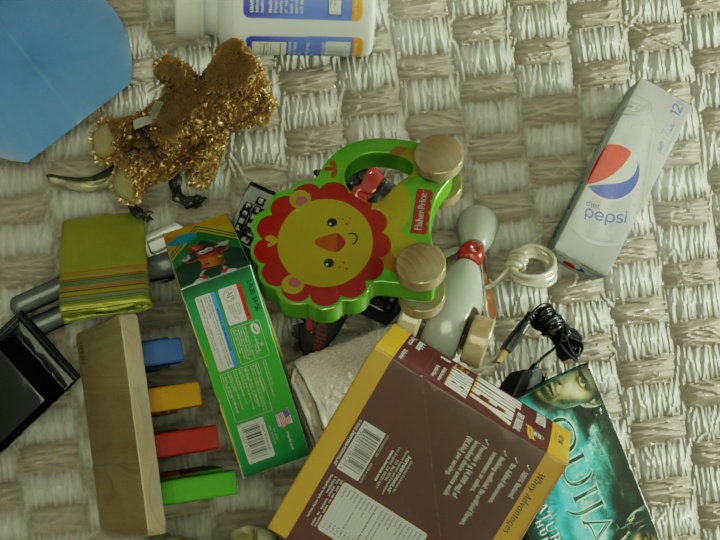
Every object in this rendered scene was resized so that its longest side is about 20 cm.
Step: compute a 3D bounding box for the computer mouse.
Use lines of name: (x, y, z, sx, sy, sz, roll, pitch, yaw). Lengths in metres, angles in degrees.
computer mouse: (0.153, 0.127, 1.663, 0.046, 0.141, 0.200, 38, 83, 31)

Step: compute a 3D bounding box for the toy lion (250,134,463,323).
toy lion: (-0.006, -0.041, 1.599, 0.190, 0.069, 0.201, 8, 59, 7)

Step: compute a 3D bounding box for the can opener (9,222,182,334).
can opener: (-0.255, 0.009, 1.682, 0.199, 0.066, 0.053, -23, 89, -1)

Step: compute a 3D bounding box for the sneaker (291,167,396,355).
sneaker: (0.000, 0.000, 1.678, 0.097, 0.071, 0.202, 24, 89, 0)

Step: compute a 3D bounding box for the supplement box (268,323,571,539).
supplement box: (0.058, 0.191, 1.537, 0.199, 0.133, 0.198, 31, 100, 4)

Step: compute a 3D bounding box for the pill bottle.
pill bottle: (-0.086, -0.273, 1.689, 0.198, 0.112, 0.113, 1, 86, -4)

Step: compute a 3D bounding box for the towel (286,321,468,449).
towel: (0.029, 0.122, 1.676, 0.199, 0.034, 0.133, -21, 88, -28)

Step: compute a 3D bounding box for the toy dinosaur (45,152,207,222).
toy dinosaur: (-0.209, -0.097, 1.701, 0.199, 0.048, 0.089, -24, 73, -5)

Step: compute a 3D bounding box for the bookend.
bookend: (-0.384, 0.144, 1.576, 0.199, 0.200, 0.092, -43, 90, 5)

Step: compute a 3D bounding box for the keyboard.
keyboard: (-0.028, -0.038, 1.722, 0.199, 0.021, 0.128, 25, 84, -3)

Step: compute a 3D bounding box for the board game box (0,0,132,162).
board game box: (-0.332, -0.205, 1.704, 0.200, 0.039, 0.158, -39, 84, -11)

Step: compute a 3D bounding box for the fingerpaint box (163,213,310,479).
fingerpaint box: (-0.118, 0.068, 1.601, 0.073, 0.167, 0.201, -19, 111, -6)

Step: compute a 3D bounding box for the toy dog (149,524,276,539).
toy dog: (-0.103, 0.302, 1.610, 0.198, 0.194, 0.141, -7, 74, 2)

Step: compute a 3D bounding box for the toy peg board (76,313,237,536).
toy peg board: (-0.196, 0.146, 1.618, 0.097, 0.200, 0.201, -6, 85, -22)

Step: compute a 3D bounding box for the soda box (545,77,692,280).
soda box: (0.263, -0.092, 1.724, 0.063, 0.068, 0.201, 28, 85, -2)

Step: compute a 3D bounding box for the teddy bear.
teddy bear: (-0.175, -0.144, 1.665, 0.200, 0.067, 0.145, -46, 60, -4)

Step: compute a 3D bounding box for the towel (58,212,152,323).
towel: (-0.247, -0.006, 1.625, 0.085, 0.200, 0.018, -6, 117, -7)

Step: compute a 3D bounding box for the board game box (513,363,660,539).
board game box: (0.202, 0.208, 1.632, 0.135, 0.028, 0.201, -24, 92, -24)

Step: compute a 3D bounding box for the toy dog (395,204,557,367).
toy dog: (0.096, 0.032, 1.674, 0.132, 0.097, 0.200, 37, 48, 15)
